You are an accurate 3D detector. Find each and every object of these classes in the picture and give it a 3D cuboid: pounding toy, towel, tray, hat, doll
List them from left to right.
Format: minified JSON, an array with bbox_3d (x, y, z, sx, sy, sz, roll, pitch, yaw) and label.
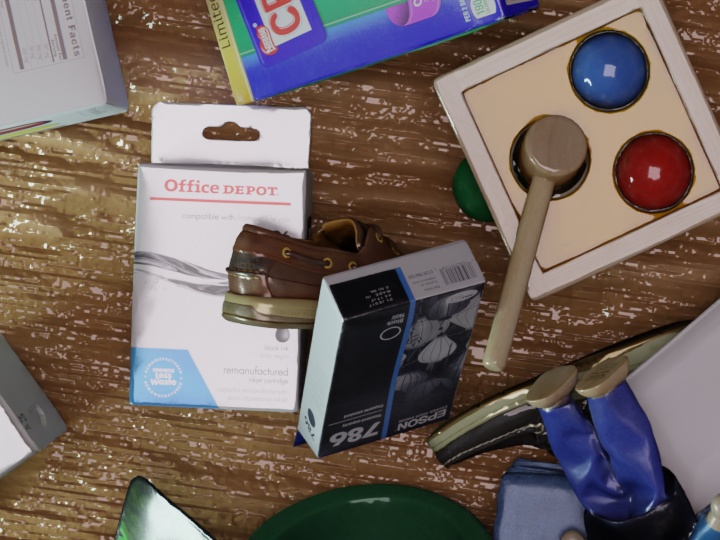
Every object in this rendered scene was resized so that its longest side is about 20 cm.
[{"bbox_3d":[-0.003,0.266,1.714,0.199,0.166,0.177,-15,125,-14],"label":"hat"},{"bbox_3d":[0.135,-0.062,1.655,0.199,0.142,0.185,-25,91,3],"label":"pounding toy"},{"bbox_3d":[0.184,0.195,1.712,0.198,0.049,0.113,9,93,1],"label":"towel"},{"bbox_3d":[0.182,0.153,1.641,0.136,0.048,0.201,-13,111,37],"label":"doll"},{"bbox_3d":[0.259,0.060,1.685,0.200,0.022,0.108,-38,108,-14],"label":"tray"}]

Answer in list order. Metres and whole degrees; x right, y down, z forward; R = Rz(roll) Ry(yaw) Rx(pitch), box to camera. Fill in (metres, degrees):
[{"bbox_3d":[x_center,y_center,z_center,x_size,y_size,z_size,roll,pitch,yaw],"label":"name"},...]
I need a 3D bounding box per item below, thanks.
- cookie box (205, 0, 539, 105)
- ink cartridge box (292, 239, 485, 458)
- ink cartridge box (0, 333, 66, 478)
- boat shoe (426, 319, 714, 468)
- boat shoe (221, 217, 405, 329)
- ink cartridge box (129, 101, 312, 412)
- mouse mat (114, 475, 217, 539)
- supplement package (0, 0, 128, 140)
[{"bbox_3d":[-0.007,-0.217,1.656,0.199,0.075,0.172,-16,92,26],"label":"cookie box"},{"bbox_3d":[0.016,0.062,1.634,0.099,0.201,0.039,-16,59,-17],"label":"ink cartridge box"},{"bbox_3d":[-0.304,0.133,1.679,0.199,0.148,0.086,-35,92,2],"label":"ink cartridge box"},{"bbox_3d":[0.143,0.094,1.697,0.199,0.073,0.065,-23,86,3],"label":"boat shoe"},{"bbox_3d":[-0.001,0.000,1.655,0.199,0.072,0.068,-1,96,-39],"label":"boat shoe"},{"bbox_3d":[-0.092,-0.011,1.704,0.115,0.068,0.202,2,92,2],"label":"ink cartridge box"},{"bbox_3d":[-0.102,0.247,1.667,0.200,0.007,0.162,37,125,33],"label":"mouse mat"},{"bbox_3d":[-0.265,-0.138,1.682,0.198,0.114,0.110,-13,91,3],"label":"supplement package"}]
